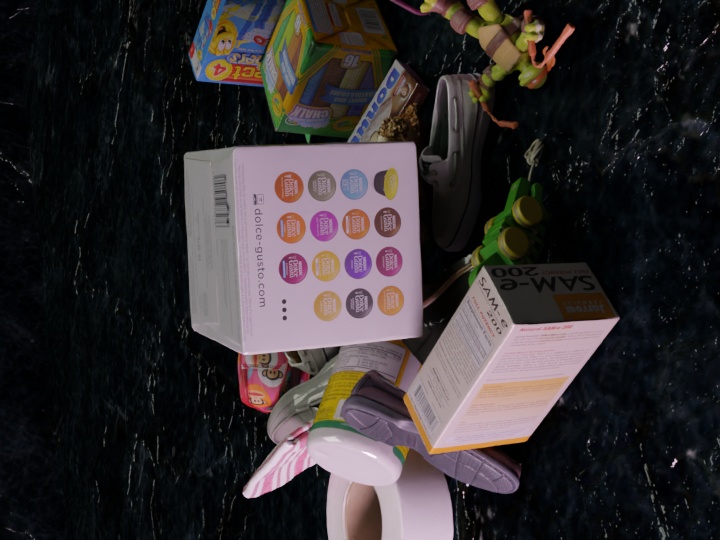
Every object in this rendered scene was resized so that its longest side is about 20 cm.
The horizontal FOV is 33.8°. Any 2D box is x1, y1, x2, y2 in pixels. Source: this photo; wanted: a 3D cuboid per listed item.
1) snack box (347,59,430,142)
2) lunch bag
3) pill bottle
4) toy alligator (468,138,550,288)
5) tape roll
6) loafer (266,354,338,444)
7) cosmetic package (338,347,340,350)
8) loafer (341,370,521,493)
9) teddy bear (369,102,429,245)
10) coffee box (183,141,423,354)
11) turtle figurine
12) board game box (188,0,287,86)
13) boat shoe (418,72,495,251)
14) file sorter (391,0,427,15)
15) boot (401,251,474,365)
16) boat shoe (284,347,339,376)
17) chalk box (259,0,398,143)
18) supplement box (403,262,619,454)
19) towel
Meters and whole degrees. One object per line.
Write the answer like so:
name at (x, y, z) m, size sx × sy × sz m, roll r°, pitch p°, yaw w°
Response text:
snack box at (0.015, -0.160, 1.479) m, size 0.201 × 0.024 × 0.072 m, roll -58°, pitch 36°, yaw 20°
lunch bag at (-0.110, 0.097, 1.653) m, size 0.176 × 0.081 × 0.202 m, roll 48°, pitch -136°, yaw -72°
pill bottle at (0.020, 0.130, 1.342) m, size 0.113 × 0.112 × 0.201 m, roll -36°, pitch 30°, yaw 58°
toy alligator at (0.161, -0.046, 1.161) m, size 0.059 × 0.054 × 0.201 m, roll -37°, pitch 20°, yaw 53°
tape roll at (0.031, 0.296, 1.415) m, size 0.202 × 0.070 × 0.204 m, roll -8°, pitch 81°, yaw 64°
loafer at (-0.050, 0.175, 1.528) m, size 0.200 × 0.070 × 0.070 m, roll -43°, pitch 45°, yaw 33°
cosmetic package at (-0.005, 0.000, 1.534) m, size 0.083 × 0.050 × 0.201 m, roll 137°, pitch 129°, yaw -56°
loafer at (0.080, 0.163, 1.234) m, size 0.072 × 0.199 × 0.063 m, roll 103°, pitch -167°, yaw -55°
teddy bear at (0.041, -0.104, 1.359) m, size 0.145 × 0.066 × 0.201 m, roll 61°, pitch -156°, yaw -60°
coffee box at (-0.063, -0.031, 1.242) m, size 0.200 × 0.196 × 0.201 m, roll -172°, pitch 79°, yaw -67°
turtle figurine at (0.143, -0.243, 1.201) m, size 0.161 × 0.064 × 0.200 m, roll 48°, pitch 158°, yaw 4°
board game box at (-0.110, -0.339, 1.607) m, size 0.196 × 0.199 × 0.056 m, roll -60°, pitch 39°, yaw 44°
boat shoe at (0.095, -0.121, 1.321) m, size 0.073 × 0.066 × 0.202 m, roll 27°, pitch 112°, yaw 62°
file sorter at (0.079, -0.378, 1.251) m, size 0.200 × 0.138 × 0.126 m, roll -29°, pitch 40°, yaw 60°
boot at (0.134, 0.055, 1.251) m, size 0.200 × 0.077 × 0.139 m, roll -37°, pitch 79°, yaw 39°
boat shoe at (-0.064, 0.099, 1.542) m, size 0.200 × 0.069 × 0.071 m, roll 80°, pitch -178°, yaw -67°
chalk box at (-0.054, -0.259, 1.570) m, size 0.200 × 0.123 × 0.125 m, roll -60°, pitch 37°, yaw 43°
supplement box at (0.140, 0.085, 1.142) m, size 0.201 × 0.125 × 0.074 m, roll -62°, pitch 41°, yaw 40°
towel at (-0.041, 0.205, 1.439) m, size 0.030 × 0.199 × 0.147 m, roll 53°, pitch 140°, yaw 16°
